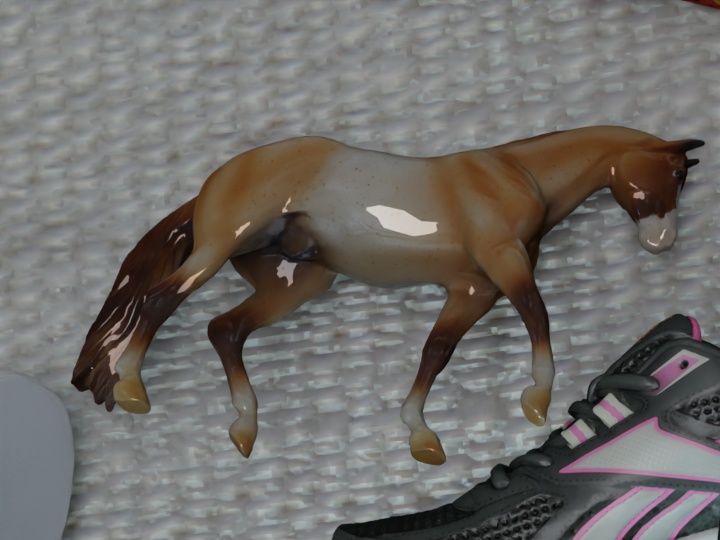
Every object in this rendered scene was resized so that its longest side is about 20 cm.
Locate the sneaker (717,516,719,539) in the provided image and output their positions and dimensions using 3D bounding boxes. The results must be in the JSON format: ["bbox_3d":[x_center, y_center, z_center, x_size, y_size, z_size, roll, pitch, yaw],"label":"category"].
[{"bbox_3d":[0.158,0.060,0.747,0.114,0.076,0.200,5,94,1],"label":"sneaker"}]

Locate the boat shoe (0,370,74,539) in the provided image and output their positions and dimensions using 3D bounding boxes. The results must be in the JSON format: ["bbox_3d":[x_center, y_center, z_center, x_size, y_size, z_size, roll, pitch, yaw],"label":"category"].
[{"bbox_3d":[-0.160,0.121,0.872,0.057,0.069,0.200,14,76,51],"label":"boat shoe"}]

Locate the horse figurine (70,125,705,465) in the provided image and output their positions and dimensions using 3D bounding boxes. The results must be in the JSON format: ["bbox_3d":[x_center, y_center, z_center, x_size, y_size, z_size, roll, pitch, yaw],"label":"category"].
[{"bbox_3d":[0.000,0.000,0.853,0.200,0.050,0.133,-1,50,20],"label":"horse figurine"}]

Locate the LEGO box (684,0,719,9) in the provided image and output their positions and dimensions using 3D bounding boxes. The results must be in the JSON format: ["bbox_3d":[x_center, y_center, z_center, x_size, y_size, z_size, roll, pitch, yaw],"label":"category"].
[{"bbox_3d":[0.112,-0.192,0.860,0.149,0.077,0.200,15,85,13],"label":"LEGO box"}]

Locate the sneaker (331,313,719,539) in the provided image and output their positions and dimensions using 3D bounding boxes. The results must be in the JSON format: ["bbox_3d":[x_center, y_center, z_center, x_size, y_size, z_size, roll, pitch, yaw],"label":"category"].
[{"bbox_3d":[0.087,0.058,0.822,0.200,0.080,0.086,-11,93,-3],"label":"sneaker"}]
